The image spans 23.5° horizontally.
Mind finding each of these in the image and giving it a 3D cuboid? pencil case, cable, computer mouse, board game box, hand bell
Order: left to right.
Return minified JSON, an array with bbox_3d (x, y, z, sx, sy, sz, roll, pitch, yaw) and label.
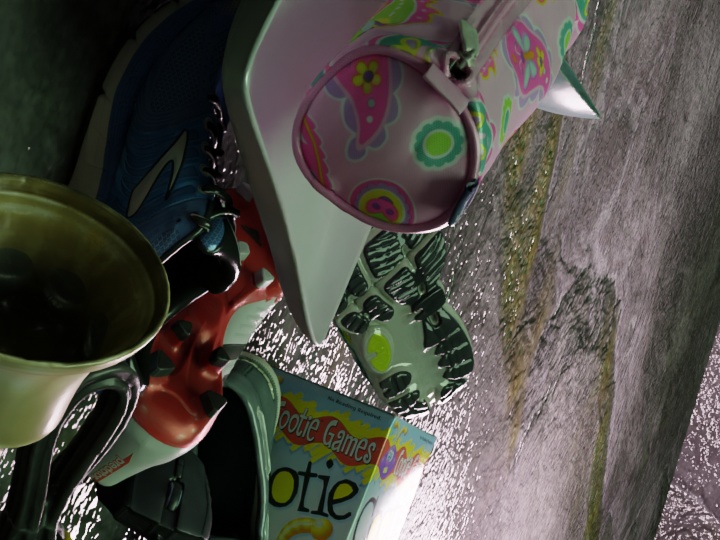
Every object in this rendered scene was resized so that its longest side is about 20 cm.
[{"bbox_3d":[-0.150,0.073,0.668,0.104,0.104,0.201,-41,159,-54],"label":"hand bell"},{"bbox_3d":[-0.150,0.109,0.749,0.096,0.050,0.202,-12,131,-29],"label":"cable"},{"bbox_3d":[-0.091,0.122,0.819,0.034,0.058,0.200,-57,-161,9],"label":"computer mouse"},{"bbox_3d":[-0.046,0.169,1.024,0.202,0.102,0.105,-69,160,-5],"label":"board game box"},{"bbox_3d":[0.041,-0.091,0.754,0.200,0.087,0.088,-53,155,-57],"label":"pencil case"}]

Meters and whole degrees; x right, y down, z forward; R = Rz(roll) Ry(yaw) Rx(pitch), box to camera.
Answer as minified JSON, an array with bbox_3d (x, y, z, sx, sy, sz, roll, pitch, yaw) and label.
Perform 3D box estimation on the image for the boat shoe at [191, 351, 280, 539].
[{"bbox_3d":[-0.084,0.145,0.934,0.062,0.072,0.202,-53,153,-85],"label":"boat shoe"}]

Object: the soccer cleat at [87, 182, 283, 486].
[{"bbox_3d":[-0.087,0.028,0.860,0.085,0.069,0.201,-38,-161,32],"label":"soccer cleat"}]

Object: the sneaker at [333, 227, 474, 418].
[{"bbox_3d":[0.000,0.000,0.935,0.077,0.080,0.201,-32,137,-15],"label":"sneaker"}]

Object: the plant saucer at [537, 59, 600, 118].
[{"bbox_3d":[0.059,-0.154,0.947,0.039,0.202,0.201,-36,164,11],"label":"plant saucer"}]

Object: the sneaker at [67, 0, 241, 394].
[{"bbox_3d":[-0.081,-0.032,0.771,0.202,0.088,0.079,-66,161,-13],"label":"sneaker"}]

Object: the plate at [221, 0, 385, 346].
[{"bbox_3d":[-0.012,-0.100,0.773,0.200,0.032,0.201,76,31,-56],"label":"plate"}]
